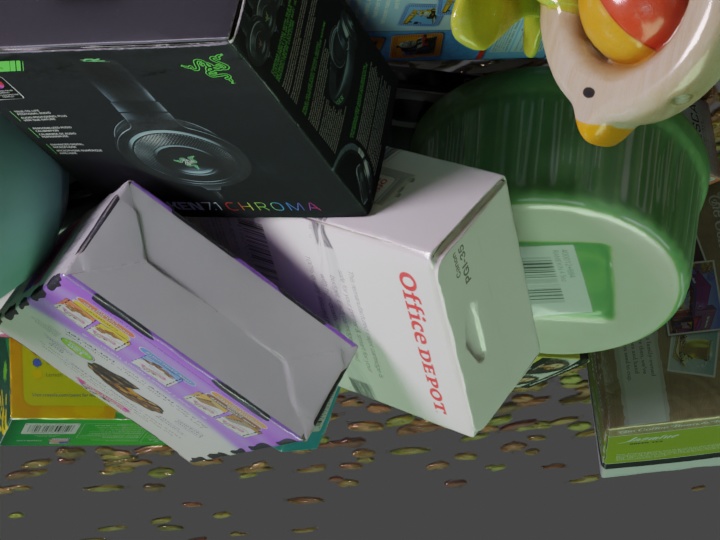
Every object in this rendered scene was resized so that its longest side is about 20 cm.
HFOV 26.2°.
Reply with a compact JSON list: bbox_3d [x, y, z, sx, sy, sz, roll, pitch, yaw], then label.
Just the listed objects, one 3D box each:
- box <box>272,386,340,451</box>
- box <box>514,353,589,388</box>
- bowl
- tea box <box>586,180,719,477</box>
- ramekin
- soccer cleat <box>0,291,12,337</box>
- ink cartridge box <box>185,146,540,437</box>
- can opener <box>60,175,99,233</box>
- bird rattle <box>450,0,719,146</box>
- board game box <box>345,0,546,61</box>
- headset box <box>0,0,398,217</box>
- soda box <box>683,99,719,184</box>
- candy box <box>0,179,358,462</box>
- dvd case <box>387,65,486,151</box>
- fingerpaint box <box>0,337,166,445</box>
[{"bbox_3d":[-0.103,0.048,1.111,0.200,0.083,0.049,28,-168,30],"label":"box"},{"bbox_3d":[0.076,0.052,1.151,0.200,0.050,0.075,7,155,-41],"label":"box"},{"bbox_3d":[-0.246,-0.058,0.913,0.105,0.201,0.201,-15,170,-40],"label":"bowl"},{"bbox_3d":[0.258,0.055,1.312,0.133,0.201,0.197,-7,159,5],"label":"tea box"},{"bbox_3d":[0.125,-0.030,1.004,0.199,0.098,0.200,7,146,5],"label":"ramekin"},{"bbox_3d":[-0.298,-0.005,1.112,0.199,0.070,0.086,20,162,-11],"label":"soccer cleat"},{"bbox_3d":[0.000,0.000,0.945,0.200,0.083,0.147,17,139,35],"label":"ink cartridge box"},{"bbox_3d":[-0.154,-0.061,1.064,0.199,0.064,0.079,-11,143,7],"label":"can opener"},{"bbox_3d":[0.138,-0.152,0.736,0.112,0.164,0.200,9,147,-44],"label":"bird rattle"},{"bbox_3d":[0.023,-0.166,0.871,0.199,0.037,0.151,-3,160,-8],"label":"board game box"},{"bbox_3d":[-0.098,-0.113,0.824,0.174,0.093,0.200,2,157,22],"label":"headset box"},{"bbox_3d":[0.162,-0.069,1.142,0.068,0.064,0.200,15,151,-43],"label":"soda box"},{"bbox_3d":[-0.121,0.039,0.948,0.168,0.072,0.200,37,157,-15],"label":"candy box"},{"bbox_3d":[0.107,-0.074,1.055,0.199,0.025,0.151,7,147,5],"label":"dvd case"},{"bbox_3d":[-0.185,0.051,1.226,0.199,0.167,0.073,2,157,-22],"label":"fingerpaint box"}]
